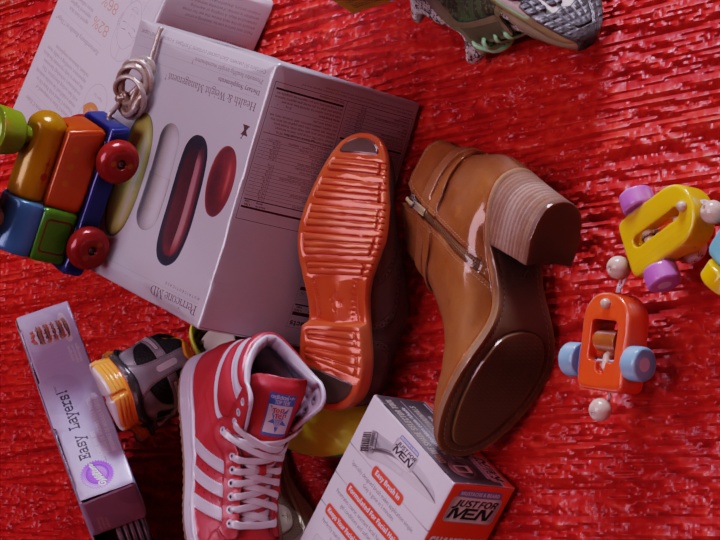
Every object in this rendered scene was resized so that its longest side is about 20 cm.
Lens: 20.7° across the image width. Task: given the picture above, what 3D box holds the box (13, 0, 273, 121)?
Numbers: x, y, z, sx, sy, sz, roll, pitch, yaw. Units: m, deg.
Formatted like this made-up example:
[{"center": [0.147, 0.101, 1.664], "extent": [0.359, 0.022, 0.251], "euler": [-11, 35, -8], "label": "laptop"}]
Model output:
[{"center": [-0.188, -0.178, 1.675], "extent": [0.152, 0.106, 0.200], "euler": [43, 113, 44], "label": "box"}]

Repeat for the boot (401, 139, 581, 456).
[{"center": [0.066, 0.013, 1.371], "extent": [0.155, 0.077, 0.200], "euler": [33, 114, 52], "label": "boot"}]

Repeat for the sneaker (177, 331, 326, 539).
[{"center": [-0.073, 0.142, 1.406], "extent": [0.112, 0.071, 0.200], "euler": [-27, 68, 49], "label": "sneaker"}]

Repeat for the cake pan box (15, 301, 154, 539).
[{"center": [-0.216, 0.155, 1.599], "extent": [0.184, 0.052, 0.200], "euler": [79, 167, -52], "label": "cake pan box"}]

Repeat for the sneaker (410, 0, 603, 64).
[{"center": [0.099, -0.185, 1.400], "extent": [0.200, 0.077, 0.089], "euler": [36, 141, 44], "label": "sneaker"}]

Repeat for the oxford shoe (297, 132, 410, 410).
[{"center": [0.000, 0.000, 1.439], "extent": [0.071, 0.073, 0.200], "euler": [11, 96, 33], "label": "oxford shoe"}]

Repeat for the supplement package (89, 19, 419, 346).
[{"center": [-0.091, -0.066, 1.510], "extent": [0.191, 0.147, 0.200], "euler": [23, 98, 49], "label": "supplement package"}]

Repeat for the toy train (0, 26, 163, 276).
[{"center": [-0.230, -0.102, 1.476], "extent": [0.085, 0.116, 0.200], "euler": [33, 107, 50], "label": "toy train"}]

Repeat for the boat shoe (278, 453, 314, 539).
[{"center": [-0.094, 0.161, 1.526], "extent": [0.071, 0.064, 0.200], "euler": [-58, 45, 22], "label": "boat shoe"}]

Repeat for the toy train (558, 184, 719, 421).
[{"center": [0.212, 0.021, 1.221], "extent": [0.200, 0.056, 0.150], "euler": [-4, 80, 51], "label": "toy train"}]

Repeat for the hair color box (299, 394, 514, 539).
[{"center": [0.016, 0.202, 1.394], "extent": [0.111, 0.064, 0.200], "euler": [46, 117, 45], "label": "hair color box"}]

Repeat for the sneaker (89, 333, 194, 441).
[{"center": [-0.163, 0.088, 1.577], "extent": [0.078, 0.077, 0.200], "euler": [62, 177, -1], "label": "sneaker"}]

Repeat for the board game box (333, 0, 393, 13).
[{"center": [0.049, -0.293, 1.384], "extent": [0.153, 0.040, 0.200], "euler": [-12, 63, 37], "label": "board game box"}]

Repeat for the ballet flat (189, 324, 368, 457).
[{"center": [-0.070, 0.083, 1.505], "extent": [0.067, 0.067, 0.200], "euler": [-48, 40, -11], "label": "ballet flat"}]
